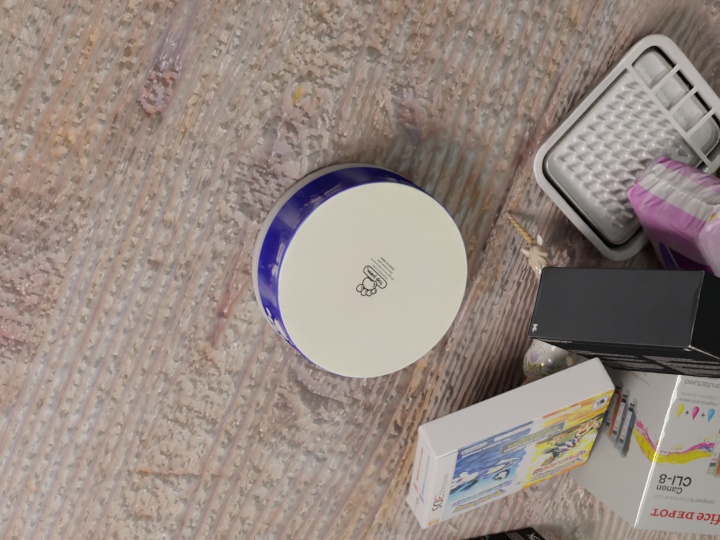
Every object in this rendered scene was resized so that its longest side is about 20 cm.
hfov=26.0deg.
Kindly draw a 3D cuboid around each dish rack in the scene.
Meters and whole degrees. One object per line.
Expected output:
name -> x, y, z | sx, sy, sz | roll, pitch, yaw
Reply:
dish rack -> 0.276, -0.128, 1.607 | 0.200, 0.044, 0.172 | -47, 117, -3

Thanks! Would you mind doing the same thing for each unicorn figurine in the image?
unicorn figurine -> 0.207, 0.050, 1.612 | 0.137, 0.074, 0.200 | 16, 79, -47

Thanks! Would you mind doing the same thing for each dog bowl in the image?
dog bowl -> 0.000, 0.000, 1.517 | 0.200, 0.079, 0.200 | -6, 108, -20

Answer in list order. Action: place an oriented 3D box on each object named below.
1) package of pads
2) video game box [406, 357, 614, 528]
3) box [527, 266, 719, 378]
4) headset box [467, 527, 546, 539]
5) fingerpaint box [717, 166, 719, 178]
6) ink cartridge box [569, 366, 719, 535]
package of pads -> 0.360, -0.017, 1.592 | 0.076, 0.121, 0.200 | -41, 129, -7
video game box -> 0.149, 0.179, 1.593 | 0.200, 0.047, 0.182 | -20, 154, -13
box -> 0.284, 0.051, 1.503 | 0.141, 0.200, 0.079 | 18, 80, -40
headset box -> 0.111, 0.373, 1.676 | 0.200, 0.077, 0.149 | -8, 108, -18
fingerpaint box -> 0.489, -0.114, 1.677 | 0.200, 0.073, 0.167 | -3, 108, -20
ink cartridge box -> 0.340, 0.164, 1.665 | 0.145, 0.145, 0.200 | 8, 104, -24
